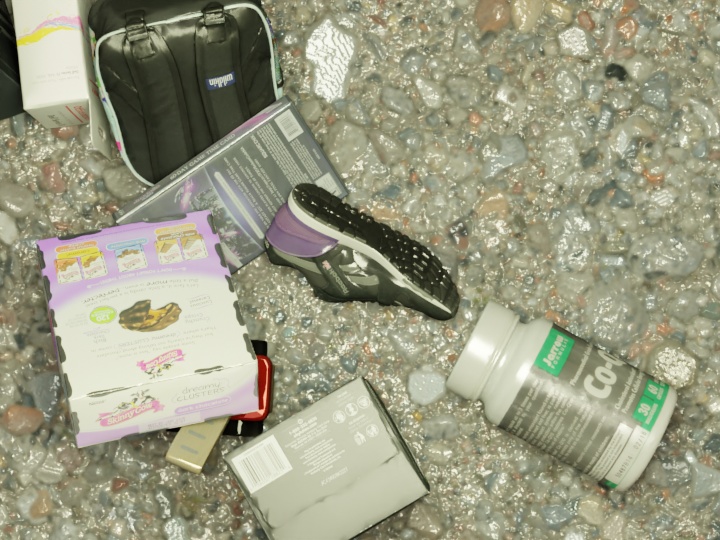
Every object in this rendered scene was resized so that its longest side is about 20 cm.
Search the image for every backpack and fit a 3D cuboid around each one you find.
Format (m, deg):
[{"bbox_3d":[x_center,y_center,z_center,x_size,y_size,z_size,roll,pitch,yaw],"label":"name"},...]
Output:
[{"bbox_3d":[-0.163,-0.182,1.677,0.177,0.151,0.200,-14,124,-3],"label":"backpack"}]

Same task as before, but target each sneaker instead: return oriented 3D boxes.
[{"bbox_3d":[0.000,0.000,1.717,0.200,0.076,0.088,33,119,-6],"label":"sneaker"}]

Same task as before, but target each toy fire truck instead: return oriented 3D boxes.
[{"bbox_3d":[-0.175,0.121,1.635,0.176,0.200,0.129,4,85,2],"label":"toy fire truck"}]

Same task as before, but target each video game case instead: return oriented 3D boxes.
[{"bbox_3d":[-0.122,-0.064,1.689,0.200,0.143,0.019,-34,47,0],"label":"video game case"}]

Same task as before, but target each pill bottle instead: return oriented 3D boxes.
[{"bbox_3d":[0.188,0.116,1.667,0.200,0.113,0.113,28,87,3],"label":"pill bottle"}]

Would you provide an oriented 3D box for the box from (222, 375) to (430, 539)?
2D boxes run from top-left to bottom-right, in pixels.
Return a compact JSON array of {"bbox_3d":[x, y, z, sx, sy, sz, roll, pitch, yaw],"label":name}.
[{"bbox_3d":[-0.027,0.187,1.625,0.148,0.200,0.124,-30,84,0],"label":"box"}]

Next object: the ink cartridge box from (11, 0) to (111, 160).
[{"bbox_3d":[-0.292,-0.208,1.709,0.067,0.117,0.201,-8,84,1],"label":"ink cartridge box"}]

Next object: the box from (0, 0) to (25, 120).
[{"bbox_3d":[-0.380,-0.226,1.671,0.079,0.200,0.141,-22,84,0],"label":"box"}]

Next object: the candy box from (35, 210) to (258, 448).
[{"bbox_3d":[-0.194,0.049,1.589,0.167,0.072,0.200,-10,47,-11],"label":"candy box"}]
